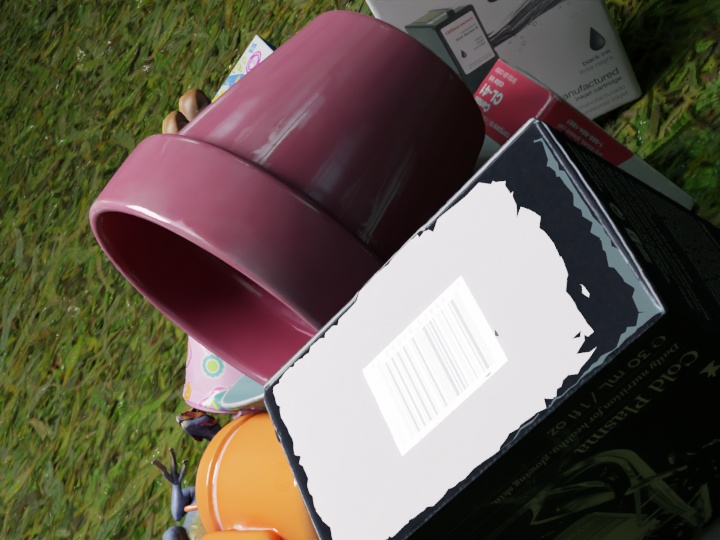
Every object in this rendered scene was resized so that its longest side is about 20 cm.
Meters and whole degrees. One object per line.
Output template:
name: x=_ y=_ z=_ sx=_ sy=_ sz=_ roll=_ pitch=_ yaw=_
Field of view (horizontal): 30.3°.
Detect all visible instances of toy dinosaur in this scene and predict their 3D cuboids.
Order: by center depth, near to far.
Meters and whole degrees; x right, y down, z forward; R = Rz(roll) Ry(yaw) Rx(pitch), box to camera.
toy dinosaur: x=-0.139 y=0.202 z=1.090 sx=0.201 sy=0.104 sz=0.182 roll=-61 pitch=13 yaw=18

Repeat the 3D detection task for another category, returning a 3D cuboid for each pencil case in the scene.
pencil case: x=-0.095 y=0.020 z=1.109 sx=0.087 sy=0.087 sz=0.202 roll=18 pitch=99 yaw=56

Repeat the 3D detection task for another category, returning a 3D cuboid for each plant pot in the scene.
plant pot: x=-0.025 y=-0.041 z=0.768 sx=0.199 sy=0.200 sz=0.180 roll=7 pitch=57 yaw=55

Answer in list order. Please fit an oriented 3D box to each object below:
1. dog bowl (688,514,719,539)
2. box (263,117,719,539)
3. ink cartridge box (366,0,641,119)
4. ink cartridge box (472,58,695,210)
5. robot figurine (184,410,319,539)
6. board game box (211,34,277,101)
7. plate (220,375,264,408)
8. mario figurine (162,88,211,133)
dog bowl: x=0.179 y=0.116 z=0.745 sx=0.199 sy=0.058 sz=0.202 roll=-32 pitch=44 yaw=36
box: x=0.097 y=0.062 z=0.647 sx=0.200 sy=0.196 sz=0.125 roll=-45 pitch=51 yaw=23
ink cartridge box: x=0.091 y=-0.182 z=0.921 sx=0.145 sy=0.200 sz=0.085 roll=-25 pitch=44 yaw=12
ink cartridge box: x=0.097 y=-0.011 z=0.867 sx=0.201 sy=0.147 sz=0.086 roll=-53 pitch=34 yaw=10
robot figurine: x=-0.039 y=0.157 z=0.956 sx=0.199 sy=0.116 sz=0.145 roll=-8 pitch=59 yaw=46
board game box: x=-0.106 y=-0.105 z=1.292 sx=0.197 sy=0.056 sz=0.200 roll=-54 pitch=34 yaw=10
plate: x=-0.015 y=0.057 z=1.000 sx=0.199 sy=0.026 sz=0.200 roll=-30 pitch=7 yaw=4
mario figurine: x=-0.064 y=-0.149 z=1.096 sx=0.198 sy=0.106 sz=0.125 roll=-9 pitch=62 yaw=14
